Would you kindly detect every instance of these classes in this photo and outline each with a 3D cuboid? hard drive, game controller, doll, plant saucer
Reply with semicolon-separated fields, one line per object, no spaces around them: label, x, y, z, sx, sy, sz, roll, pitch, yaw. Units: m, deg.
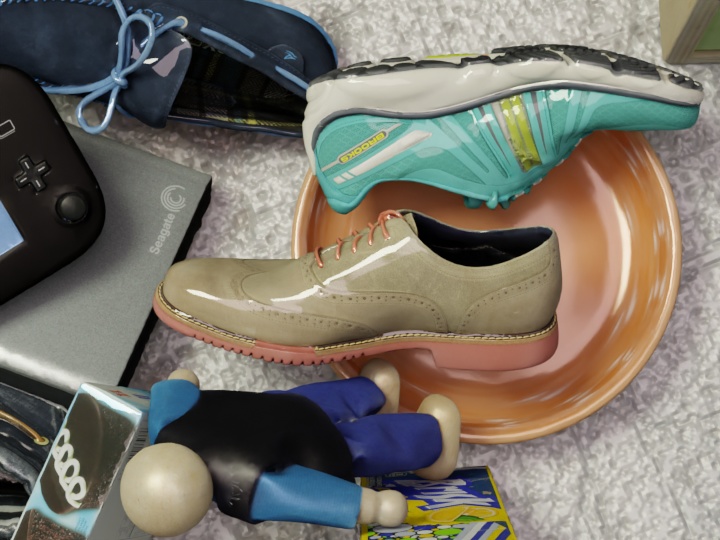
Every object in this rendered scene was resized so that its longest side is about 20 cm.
hard drive;-0.191;-0.020;1.054;0.199;0.033;0.140;20;62;3
game controller;-0.223;-0.013;0.987;0.199;0.042;0.105;-32;112;-10
doll;-0.031;0.082;0.937;0.136;0.200;0.049;30;112;31
plant saucer;0.064;-0.010;1.067;0.199;0.037;0.202;0;81;1

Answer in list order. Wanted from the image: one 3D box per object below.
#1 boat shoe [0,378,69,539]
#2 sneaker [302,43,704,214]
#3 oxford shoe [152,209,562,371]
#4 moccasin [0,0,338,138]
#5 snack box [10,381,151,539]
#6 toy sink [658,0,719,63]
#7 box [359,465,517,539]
boat shoe;-0.237;0.075;1.019;0.199;0.091;0.071;12;109;2
sneaker;0.072;-0.071;1.034;0.199;0.078;0.080;-6;101;3
oxford shoe;0.000;0.000;1.001;0.199;0.071;0.075;1;120;-7
moccasin;-0.097;-0.109;1.028;0.199;0.081;0.068;3;46;-21
snack box;-0.143;0.153;0.988;0.037;0.116;0.201;24;89;11
toy sink;0.256;-0.170;1.046;0.199;0.130;0.113;-2;81;-1
box;0.035;0.139;0.957;0.070;0.200;0.065;-4;95;0
